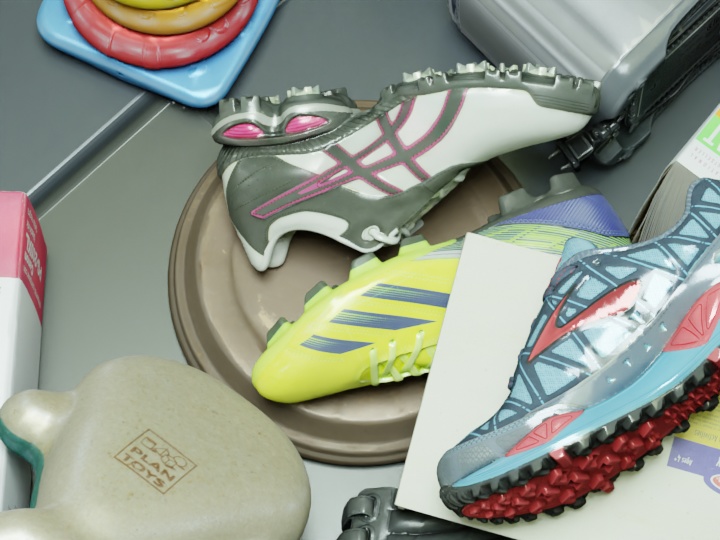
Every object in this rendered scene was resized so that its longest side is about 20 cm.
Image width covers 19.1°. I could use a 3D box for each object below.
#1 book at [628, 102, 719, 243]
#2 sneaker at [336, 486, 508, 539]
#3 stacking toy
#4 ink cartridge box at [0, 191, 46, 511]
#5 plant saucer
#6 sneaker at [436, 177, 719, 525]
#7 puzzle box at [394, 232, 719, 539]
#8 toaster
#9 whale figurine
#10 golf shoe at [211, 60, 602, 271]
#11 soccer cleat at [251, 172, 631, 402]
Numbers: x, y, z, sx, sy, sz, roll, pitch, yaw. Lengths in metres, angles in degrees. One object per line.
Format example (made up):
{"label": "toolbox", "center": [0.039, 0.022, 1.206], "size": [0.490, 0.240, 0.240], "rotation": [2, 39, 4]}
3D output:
{"label": "book", "center": [0.218, -0.093, 1.076], "size": [0.048, 0.134, 0.200], "rotation": [37, 73, 12]}
{"label": "sneaker", "center": [-0.012, 0.163, 1.014], "size": [0.199, 0.071, 0.100], "rotation": [-16, 69, -13]}
{"label": "stacking toy", "center": [-0.103, -0.179, 1.063], "size": [0.116, 0.200, 0.110], "rotation": [23, 71, 8]}
{"label": "ink cartridge box", "center": [-0.233, 0.067, 1.031], "size": [0.144, 0.084, 0.201], "rotation": [1, 70, 0]}
{"label": "plant saucer", "center": [0.000, 0.000, 1.092], "size": [0.199, 0.029, 0.201], "rotation": [0, 69, -1]}
{"label": "sneaker", "center": [0.110, 0.035, 0.958], "size": [0.200, 0.079, 0.096], "rotation": [-35, 62, -1]}
{"label": "puzzle box", "center": [0.127, 0.072, 0.993], "size": [0.199, 0.025, 0.134], "rotation": [16, 85, 2]}
{"label": "toaster", "center": [0.132, -0.151, 1.108], "size": [0.200, 0.114, 0.129], "rotation": [-43, 73, -11]}
{"label": "whale figurine", "center": [-0.109, 0.120, 0.971], "size": [0.159, 0.200, 0.104], "rotation": [36, 117, 8]}
{"label": "golf shoe", "center": [0.026, -0.055, 1.047], "size": [0.199, 0.077, 0.089], "rotation": [-8, 90, 22]}
{"label": "soccer cleat", "center": [0.044, 0.024, 1.036], "size": [0.199, 0.065, 0.084], "rotation": [-25, 77, -10]}
